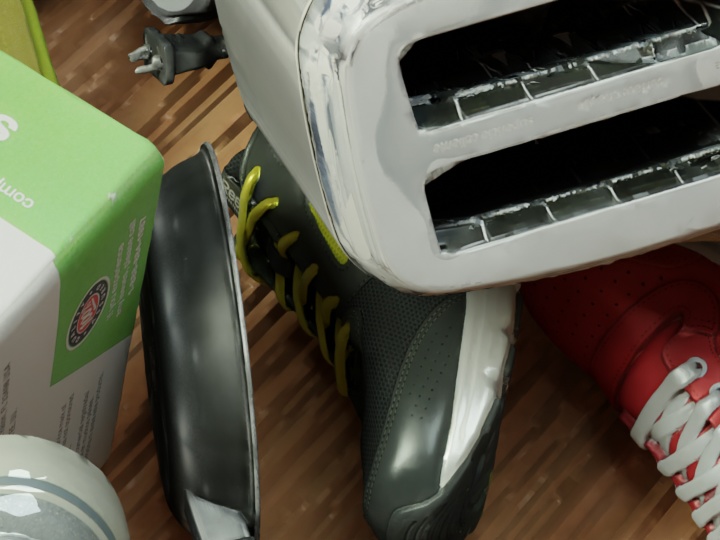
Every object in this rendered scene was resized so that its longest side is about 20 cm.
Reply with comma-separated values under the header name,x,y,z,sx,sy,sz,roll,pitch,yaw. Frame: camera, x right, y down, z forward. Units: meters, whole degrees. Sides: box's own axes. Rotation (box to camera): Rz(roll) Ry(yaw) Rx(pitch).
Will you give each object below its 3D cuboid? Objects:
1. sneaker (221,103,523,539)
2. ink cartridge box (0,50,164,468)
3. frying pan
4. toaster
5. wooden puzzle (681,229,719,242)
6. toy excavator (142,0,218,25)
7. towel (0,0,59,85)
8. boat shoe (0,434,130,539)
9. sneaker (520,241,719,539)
name,x,y,z,sx,sy,sz,roll,pitch,yaw
sneaker,0.000,0.000,0.853,0.085,0.075,0.200,4,46,-4
ink cartridge box,-0.144,0.054,0.722,0.084,0.146,0.200,32,54,12
frying pan,-0.037,0.060,0.783,0.031,0.115,0.190,-6,77,-7
toaster,0.043,-0.070,0.770,0.200,0.114,0.129,-15,29,-8
wooden puzzle,0.179,-0.013,0.858,0.200,0.046,0.185,21,31,-3
toy excavator,0.003,-0.182,0.856,0.100,0.194,0.200,-16,98,-37
towel,-0.170,-0.071,0.805,0.200,0.023,0.144,-17,91,-41
boat shoe,-0.105,0.131,0.646,0.070,0.201,0.072,23,22,-17
sneaker,0.110,0.067,0.825,0.200,0.071,0.112,35,51,9
